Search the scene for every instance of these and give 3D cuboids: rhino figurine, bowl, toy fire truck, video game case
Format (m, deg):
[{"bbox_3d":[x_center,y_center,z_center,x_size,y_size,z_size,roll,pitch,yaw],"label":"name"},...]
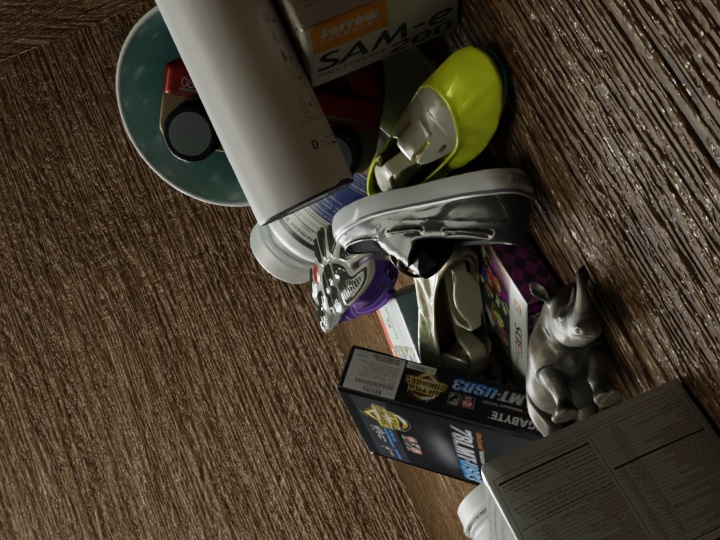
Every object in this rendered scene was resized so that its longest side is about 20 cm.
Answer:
[{"bbox_3d":[0.153,0.067,0.825,0.201,0.059,0.088,80,175,-50],"label":"rhino figurine"},{"bbox_3d":[-0.117,-0.173,1.052,0.105,0.199,0.202,-63,-43,-59],"label":"bowl"},{"bbox_3d":[-0.061,-0.189,0.909,0.129,0.174,0.202,-69,-12,-72],"label":"toy fire truck"},{"bbox_3d":[0.115,-0.001,0.990,0.182,0.036,0.201,78,167,-55],"label":"video game case"}]

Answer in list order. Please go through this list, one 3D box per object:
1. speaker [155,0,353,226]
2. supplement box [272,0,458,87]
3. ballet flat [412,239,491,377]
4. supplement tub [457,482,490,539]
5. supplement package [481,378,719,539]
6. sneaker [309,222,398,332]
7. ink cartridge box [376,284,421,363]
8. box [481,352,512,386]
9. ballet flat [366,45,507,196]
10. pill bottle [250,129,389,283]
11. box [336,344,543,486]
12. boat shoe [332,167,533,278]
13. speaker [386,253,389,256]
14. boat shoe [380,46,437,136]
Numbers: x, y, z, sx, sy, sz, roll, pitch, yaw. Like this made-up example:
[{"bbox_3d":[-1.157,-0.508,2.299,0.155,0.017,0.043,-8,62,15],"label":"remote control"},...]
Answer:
[{"bbox_3d":[-0.080,-0.140,0.822,0.201,0.081,0.081,65,173,-2],"label":"speaker"},{"bbox_3d":[-0.023,-0.254,0.850,0.074,0.125,0.201,83,163,-64],"label":"supplement box"},{"bbox_3d":[0.083,0.049,0.981,0.062,0.067,0.201,43,157,47],"label":"ballet flat"},{"bbox_3d":[0.177,0.260,0.916,0.146,0.144,0.201,79,166,-61],"label":"supplement tub"},{"bbox_3d":[0.187,0.221,0.711,0.192,0.146,0.201,75,170,-50],"label":"supplement package"},{"bbox_3d":[0.000,0.000,1.060,0.200,0.083,0.081,123,133,-76],"label":"sneaker"},{"bbox_3d":[0.058,0.073,1.167,0.200,0.050,0.110,165,83,-80],"label":"ink cartridge box"},{"bbox_3d":[0.133,0.109,1.147,0.075,0.050,0.202,-139,26,-73],"label":"box"},{"bbox_3d":[0.050,-0.099,0.859,0.067,0.067,0.200,56,157,7],"label":"ballet flat"},{"bbox_3d":[-0.027,-0.078,1.112,0.200,0.110,0.112,-48,58,37],"label":"pill bottle"},{"bbox_3d":[0.091,0.148,1.043,0.200,0.197,0.050,72,-143,-62],"label":"box"},{"bbox_3d":[0.053,-0.027,0.883,0.070,0.199,0.067,12,-107,-47],"label":"boat shoe"},{"bbox_3d":[0.008,-0.118,1.215,0.089,0.088,0.201,83,162,-66],"label":"speaker"},{"bbox_3d":[0.015,-0.182,0.974,0.199,0.074,0.068,40,-155,11],"label":"boat shoe"}]
